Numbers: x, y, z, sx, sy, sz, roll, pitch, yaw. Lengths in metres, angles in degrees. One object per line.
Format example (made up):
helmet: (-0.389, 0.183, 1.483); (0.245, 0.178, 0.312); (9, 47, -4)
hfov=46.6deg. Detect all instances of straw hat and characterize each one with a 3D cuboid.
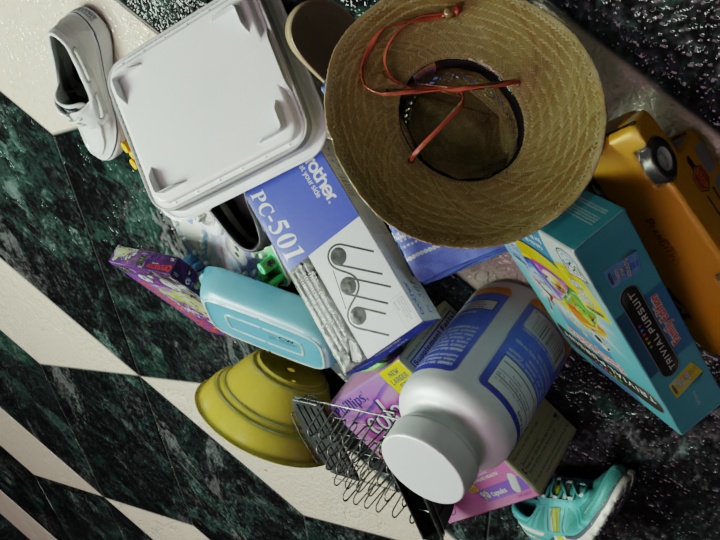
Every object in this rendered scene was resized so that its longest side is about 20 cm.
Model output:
straw hat: (0.074, -0.105, 0.615); (0.201, 0.201, 0.085); (35, 174, 10)

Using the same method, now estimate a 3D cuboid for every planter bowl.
planter bowl: (-0.101, 0.156, 1.061); (0.200, 0.200, 0.084); (30, 106, 16)

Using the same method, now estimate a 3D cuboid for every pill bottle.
pill bottle: (0.105, 0.111, 0.765); (0.112, 0.200, 0.112); (25, 140, 23)

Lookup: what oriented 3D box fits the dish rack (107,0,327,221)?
dish rack: (-0.141, -0.151, 0.758); (0.200, 0.044, 0.172); (-23, 86, 24)

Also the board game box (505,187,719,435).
board game box: (0.179, 0.016, 0.642); (0.200, 0.047, 0.151); (52, 178, -29)

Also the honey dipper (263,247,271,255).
honey dipper: (-0.079, -0.088, 0.868); (0.038, 0.038, 0.200); (33, 144, 13)

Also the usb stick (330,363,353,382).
usb stick: (0.002, 0.133, 1.020); (0.200, 0.033, 0.055); (44, 154, -4)

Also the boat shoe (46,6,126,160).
boat shoe: (-0.320, -0.200, 0.955); (0.074, 0.065, 0.200); (26, 140, 21)

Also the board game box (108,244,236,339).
board game box: (-0.208, 0.035, 1.056); (0.120, 0.032, 0.200); (15, 160, 40)

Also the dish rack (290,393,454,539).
dish rack: (0.003, 0.210, 0.921); (0.200, 0.055, 0.154); (6, 130, 39)

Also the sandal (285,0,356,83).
sandal: (0.012, -0.144, 0.721); (0.212, 0.078, 0.070); (47, 178, -22)

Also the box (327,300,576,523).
box: (0.095, 0.161, 0.913); (0.200, 0.097, 0.176); (45, 144, -2)

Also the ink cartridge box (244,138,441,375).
ink cartridge box: (-0.020, -0.015, 0.768); (0.094, 0.044, 0.200); (-37, 74, 24)

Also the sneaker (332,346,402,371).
sneaker: (0.000, 0.000, 0.828); (0.084, 0.077, 0.200); (-10, 98, 44)

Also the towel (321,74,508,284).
towel: (0.072, -0.092, 0.683); (0.145, 0.024, 0.200); (-21, 116, 13)

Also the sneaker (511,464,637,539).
sneaker: (0.226, 0.256, 0.911); (0.080, 0.077, 0.200); (45, 144, 11)

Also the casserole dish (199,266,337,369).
casserole dish: (-0.101, 0.059, 0.944); (0.200, 0.039, 0.121); (19, 154, 13)

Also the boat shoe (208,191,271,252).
boat shoe: (-0.140, -0.106, 0.823); (0.073, 0.063, 0.200); (-23, 108, 21)

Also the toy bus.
toy bus: (0.238, -0.029, 0.606); (0.200, 0.078, 0.065); (51, 143, -12)

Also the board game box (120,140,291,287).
board game box: (-0.182, -0.069, 0.957); (0.200, 0.026, 0.200); (4, 122, 50)
